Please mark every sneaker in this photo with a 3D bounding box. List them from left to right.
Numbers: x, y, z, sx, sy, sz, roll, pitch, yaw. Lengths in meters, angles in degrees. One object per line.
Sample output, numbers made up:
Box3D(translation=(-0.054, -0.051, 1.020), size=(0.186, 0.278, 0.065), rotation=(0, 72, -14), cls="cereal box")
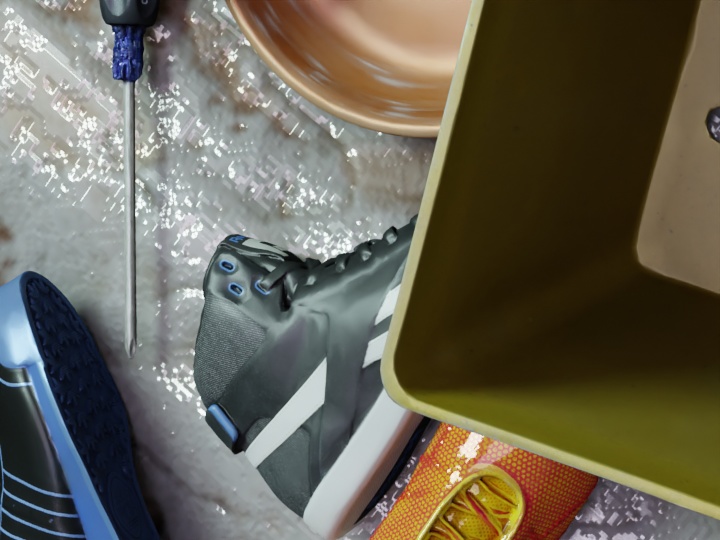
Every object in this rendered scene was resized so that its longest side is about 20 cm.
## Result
Box3D(translation=(-0.133, 0.105, 0.988), size=(0.077, 0.070, 0.202), rotation=(-21, 86, 16), cls="sneaker")
Box3D(translation=(0.000, 0.000, 0.928), size=(0.112, 0.073, 0.201), rotation=(37, 107, 13), cls="sneaker")
Box3D(translation=(0.036, 0.115, 0.914), size=(0.073, 0.077, 0.201), rotation=(32, 109, -7), cls="sneaker")

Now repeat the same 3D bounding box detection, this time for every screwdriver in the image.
Box3D(translation=(-0.099, -0.064, 0.982), size=(0.028, 0.029, 0.202), rotation=(2, 89, 21), cls="screwdriver")

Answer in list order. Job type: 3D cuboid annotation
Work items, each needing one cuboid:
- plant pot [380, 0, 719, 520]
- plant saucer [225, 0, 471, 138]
Box3D(translation=(0.148, -0.034, 0.811), size=(0.199, 0.176, 0.202), rotation=(18, 104, 18), cls="plant pot")
Box3D(translation=(0.032, -0.154, 0.926), size=(0.198, 0.037, 0.202), rotation=(1, 93, 22), cls="plant saucer")
